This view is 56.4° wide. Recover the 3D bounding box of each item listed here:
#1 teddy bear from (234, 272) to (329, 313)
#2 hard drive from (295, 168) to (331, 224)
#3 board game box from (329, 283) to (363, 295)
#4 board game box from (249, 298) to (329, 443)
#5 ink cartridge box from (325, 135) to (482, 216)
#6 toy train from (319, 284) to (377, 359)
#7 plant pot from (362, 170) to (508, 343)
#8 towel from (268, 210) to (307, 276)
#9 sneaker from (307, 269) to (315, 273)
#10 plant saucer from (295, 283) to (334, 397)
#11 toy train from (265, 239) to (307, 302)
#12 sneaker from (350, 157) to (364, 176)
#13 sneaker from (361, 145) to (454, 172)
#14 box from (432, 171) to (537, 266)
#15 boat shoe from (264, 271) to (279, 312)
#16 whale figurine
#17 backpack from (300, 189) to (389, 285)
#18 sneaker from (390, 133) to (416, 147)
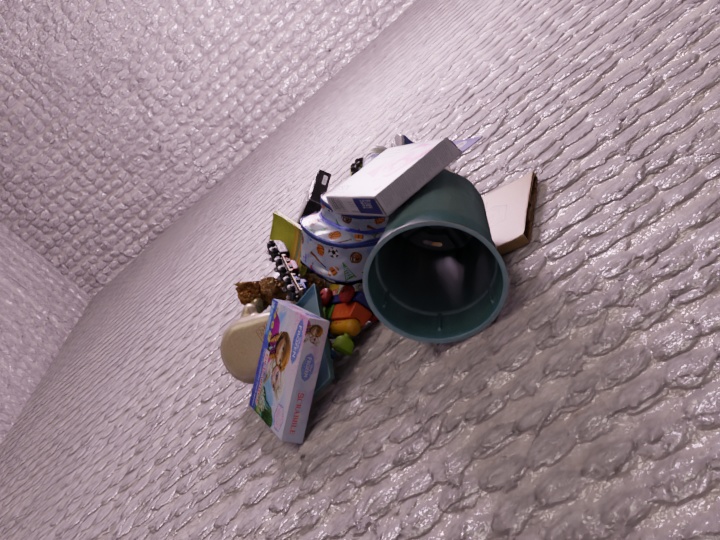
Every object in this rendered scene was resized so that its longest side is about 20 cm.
[{"bbox_3d":[-0.156,0.049,1.378,0.196,0.068,0.145,-5,-10,-10],"label":"teddy bear"},{"bbox_3d":[-0.121,-0.102,1.448,0.141,0.037,0.202,-80,13,-54],"label":"hard drive"},{"bbox_3d":[0.000,0.000,1.330,0.134,0.034,0.201,-32,26,29],"label":"board game box"},{"bbox_3d":[-0.127,0.164,1.153,0.199,0.041,0.204,13,91,65],"label":"board game box"},{"bbox_3d":[0.060,-0.157,1.035,0.199,0.044,0.196,-41,19,-16],"label":"ink cartridge box"},{"bbox_3d":[-0.012,0.092,1.149,0.199,0.084,0.117,-11,50,54],"label":"toy train"},{"bbox_3d":[0.112,-0.036,0.983,0.199,0.200,0.197,-32,25,28],"label":"plant pot"},{"bbox_3d":[-0.149,-0.060,1.384,0.200,0.018,0.088,35,115,57],"label":"towel"},{"bbox_3d":[-0.070,-0.032,1.408,0.200,0.076,0.083,126,139,-58],"label":"sneaker"},{"bbox_3d":[-0.079,0.120,1.154,0.070,0.019,0.202,-47,38,32],"label":"plant saucer"},{"bbox_3d":[-0.142,-0.001,1.308,0.201,0.045,0.035,-122,33,-50],"label":"toy train"},{"bbox_3d":[0.020,-0.137,1.384,0.072,0.082,0.203,-4,54,1],"label":"sneaker"},{"bbox_3d":[0.091,-0.175,1.298,0.085,0.197,0.078,-60,-18,-56],"label":"sneaker"},{"bbox_3d":[0.199,-0.068,1.113,0.198,0.021,0.165,-26,31,38],"label":"box"},{"bbox_3d":[-0.175,0.078,1.479,0.066,0.074,0.203,-7,51,34],"label":"boat shoe"},{"bbox_3d":[-0.177,0.133,1.321,0.199,0.160,0.104,-40,-18,2],"label":"whale figurine"},{"bbox_3d":[-0.010,-0.058,1.179,0.189,0.157,0.198,-25,31,-35],"label":"backpack"},{"bbox_3d":[0.103,-0.189,1.412,0.201,0.113,0.082,114,158,-45],"label":"sneaker"}]
